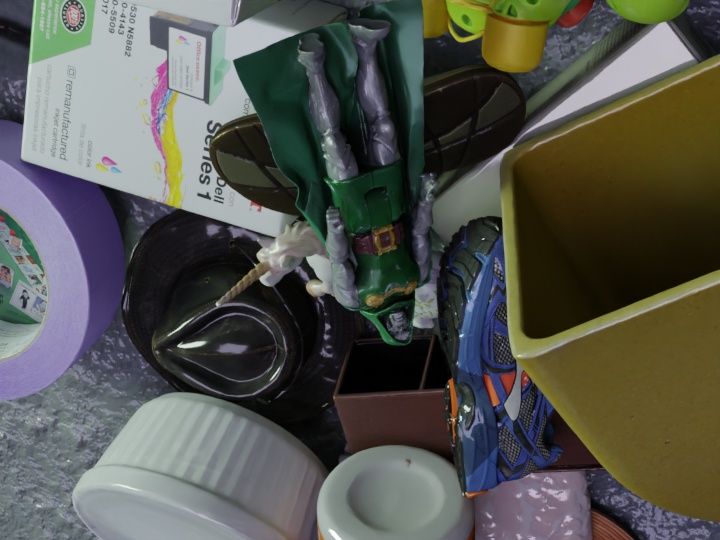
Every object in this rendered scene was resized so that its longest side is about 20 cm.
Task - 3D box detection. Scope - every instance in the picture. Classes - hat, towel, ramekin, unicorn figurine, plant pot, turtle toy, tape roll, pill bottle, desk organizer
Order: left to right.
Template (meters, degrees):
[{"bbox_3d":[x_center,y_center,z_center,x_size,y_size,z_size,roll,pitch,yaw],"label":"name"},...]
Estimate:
[{"bbox_3d":[-0.279,-0.007,0.904,0.197,0.066,0.203,6,113,14],"label":"tape roll"},{"bbox_3d":[-0.108,0.175,0.910,0.199,0.095,0.204,18,148,12],"label":"ramekin"},{"bbox_3d":[-0.099,0.050,0.899,0.197,0.081,0.204,6,115,14],"label":"hat"},{"bbox_3d":[0.000,0.000,0.807,0.196,0.137,0.075,4,81,-10],"label":"unicorn figurine"},{"bbox_3d":[0.027,0.233,0.860,0.108,0.110,0.203,7,125,13],"label":"pill bottle"},{"bbox_3d":[0.086,0.220,0.925,0.188,0.032,0.203,-3,112,17],"label":"towel"},{"bbox_3d":[0.086,0.093,0.861,0.197,0.072,0.078,-5,124,18],"label":"desk organizer"},{"bbox_3d":[0.108,-0.196,0.712,0.199,0.100,0.148,30,123,38],"label":"turtle toy"},{"bbox_3d":[0.207,0.022,0.676,0.192,0.197,0.201,-23,122,19],"label":"plant pot"}]

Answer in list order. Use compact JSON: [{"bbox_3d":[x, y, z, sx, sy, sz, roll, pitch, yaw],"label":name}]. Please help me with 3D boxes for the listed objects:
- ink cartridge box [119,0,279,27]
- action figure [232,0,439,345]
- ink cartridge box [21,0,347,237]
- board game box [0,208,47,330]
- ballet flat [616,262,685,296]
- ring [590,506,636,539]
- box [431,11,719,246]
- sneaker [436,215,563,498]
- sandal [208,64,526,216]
[{"bbox_3d":[-0.103,-0.217,0.721,0.144,0.200,0.086,15,115,10],"label":"ink cartridge box"},{"bbox_3d":[0.006,-0.044,0.708,0.116,0.055,0.203,-20,119,-13],"label":"action figure"},{"bbox_3d":[-0.121,-0.126,0.830,0.197,0.084,0.147,17,116,8],"label":"ink cartridge box"},{"bbox_3d":[-0.310,-0.032,0.955,0.197,0.029,0.136,18,115,8],"label":"board game box"},{"bbox_3d":[0.229,0.006,0.801,0.197,0.071,0.072,20,116,8],"label":"ballet flat"},{"bbox_3d":[0.142,0.260,0.953,0.197,0.019,0.204,6,114,13],"label":"ring"},{"bbox_3d":[0.136,-0.084,0.777,0.199,0.082,0.068,-39,100,27],"label":"box"},{"bbox_3d":[0.091,0.052,0.759,0.077,0.076,0.202,-9,126,-4],"label":"sneaker"},{"bbox_3d":[0.004,-0.091,0.757,0.197,0.055,0.082,-17,129,10],"label":"sandal"}]
